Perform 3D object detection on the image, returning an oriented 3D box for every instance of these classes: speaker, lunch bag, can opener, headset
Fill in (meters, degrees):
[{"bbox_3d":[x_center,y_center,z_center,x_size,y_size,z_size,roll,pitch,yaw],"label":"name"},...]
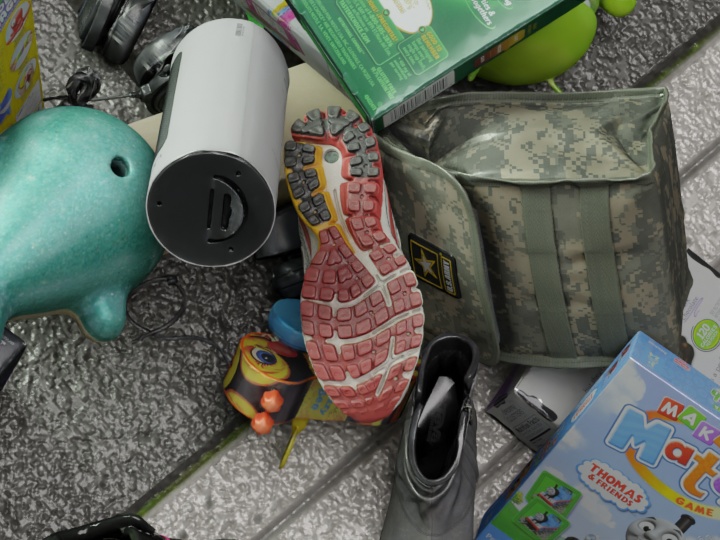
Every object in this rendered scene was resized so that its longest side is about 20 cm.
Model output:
[{"bbox_3d":[-0.087,-0.083,1.617,0.081,0.082,0.200,18,28,-9],"label":"speaker"},{"bbox_3d":[0.108,-0.026,1.678,0.199,0.165,0.118,0,38,15],"label":"lunch bag"},{"bbox_3d":[0.024,-0.023,1.769,0.199,0.063,0.079,-14,98,-20],"label":"can opener"},{"bbox_3d":[-0.139,-0.160,1.748,0.123,0.094,0.200,43,56,4],"label":"headset"}]

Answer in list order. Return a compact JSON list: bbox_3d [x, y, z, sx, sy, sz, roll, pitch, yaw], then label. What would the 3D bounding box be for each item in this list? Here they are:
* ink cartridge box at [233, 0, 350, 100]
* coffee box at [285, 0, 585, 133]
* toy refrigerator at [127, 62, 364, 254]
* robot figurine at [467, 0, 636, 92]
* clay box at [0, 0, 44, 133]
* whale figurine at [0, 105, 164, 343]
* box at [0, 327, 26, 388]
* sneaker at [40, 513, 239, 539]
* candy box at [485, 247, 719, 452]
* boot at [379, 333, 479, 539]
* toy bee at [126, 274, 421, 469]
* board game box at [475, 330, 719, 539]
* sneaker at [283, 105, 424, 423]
[{"bbox_3d":[-0.008,-0.214,1.727,0.200,0.085,0.145,41,84,10],"label":"ink cartridge box"},{"bbox_3d":[0.060,-0.191,1.652,0.199,0.044,0.123,-34,78,-3],"label":"coffee box"},{"bbox_3d":[-0.091,-0.073,1.753,0.199,0.070,0.076,-21,73,-20],"label":"toy refrigerator"},{"bbox_3d":[0.112,-0.222,1.822,0.174,0.116,0.201,9,73,-23],"label":"robot figurine"},{"bbox_3d":[-0.255,-0.114,1.648,0.047,0.200,0.115,28,68,9],"label":"clay box"},{"bbox_3d":[-0.194,-0.025,1.590,0.159,0.104,0.200,52,44,-5],"label":"whale figurine"},{"bbox_3d":[-0.316,0.102,1.614,0.106,0.122,0.200,38,68,-2],"label":"box"},{"bbox_3d":[-0.130,0.199,1.649,0.199,0.088,0.074,3,65,-14],"label":"sneaker"},{"bbox_3d":[0.216,0.088,1.784,0.200,0.072,0.168,39,69,-2],"label":"candy box"},{"bbox_3d":[0.044,0.151,1.684,0.069,0.132,0.201,1,72,1],"label":"boot"},{"bbox_3d":[-0.049,0.077,1.696,0.199,0.132,0.109,-6,34,-10],"label":"toy bee"},{"bbox_3d":[0.189,0.151,1.698,0.151,0.200,0.037,34,37,-3],"label":"board game box"},{"bbox_3d":[0.000,0.000,1.636,0.077,0.082,0.201,-7,71,4],"label":"sneaker"}]
